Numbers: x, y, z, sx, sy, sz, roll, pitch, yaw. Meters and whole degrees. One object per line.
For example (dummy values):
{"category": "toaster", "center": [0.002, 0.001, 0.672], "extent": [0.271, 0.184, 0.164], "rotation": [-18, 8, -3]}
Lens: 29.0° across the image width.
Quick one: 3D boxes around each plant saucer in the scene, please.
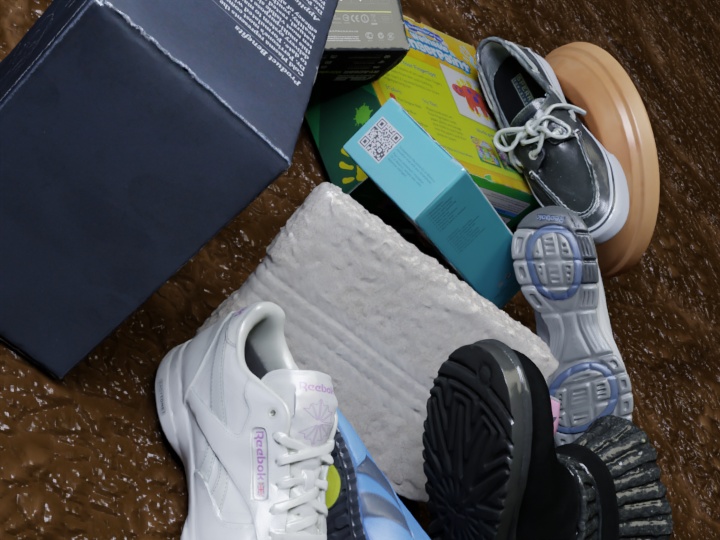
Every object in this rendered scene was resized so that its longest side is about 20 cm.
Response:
{"category": "plant saucer", "center": [0.183, -0.091, 1.185], "extent": [0.037, 0.201, 0.202], "rotation": [-11, 61, -20]}

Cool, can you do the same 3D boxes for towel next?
{"category": "towel", "center": [0.013, 0.049, 0.843], "extent": [0.199, 0.133, 0.035], "rotation": [37, 10, -20]}

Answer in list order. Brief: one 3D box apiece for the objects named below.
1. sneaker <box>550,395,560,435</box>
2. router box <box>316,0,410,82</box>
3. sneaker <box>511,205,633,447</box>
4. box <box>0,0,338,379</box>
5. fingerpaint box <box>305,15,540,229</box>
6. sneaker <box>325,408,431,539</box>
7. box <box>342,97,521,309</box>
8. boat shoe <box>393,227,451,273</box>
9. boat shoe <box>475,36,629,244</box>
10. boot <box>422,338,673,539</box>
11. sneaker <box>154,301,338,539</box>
{"category": "sneaker", "center": [0.097, 0.064, 0.967], "extent": [0.070, 0.082, 0.201], "rotation": [23, 27, -23]}
{"category": "router box", "center": [-0.075, -0.211, 0.969], "extent": [0.198, 0.062, 0.152], "rotation": [-4, 77, -26]}
{"category": "sneaker", "center": [0.160, 0.053, 1.013], "extent": [0.087, 0.073, 0.203], "rotation": [-8, 92, -75]}
{"category": "box", "center": [-0.125, -0.087, 0.744], "extent": [0.124, 0.200, 0.198], "rotation": [39, 33, -18]}
{"category": "fingerpaint box", "center": [0.040, -0.122, 1.118], "extent": [0.199, 0.073, 0.168], "rotation": [12, 48, -49]}
{"category": "sneaker", "center": [0.004, 0.155, 0.796], "extent": [0.202, 0.066, 0.078], "rotation": [61, 22, 15]}
{"category": "box", "center": [0.062, -0.041, 0.996], "extent": [0.082, 0.049, 0.200], "rotation": [47, 2, 29]}
{"category": "boat shoe", "center": [0.000, 0.000, 0.939], "extent": [0.068, 0.072, 0.199], "rotation": [54, 26, 13]}
{"category": "boat shoe", "center": [0.146, -0.109, 1.102], "extent": [0.068, 0.073, 0.201], "rotation": [24, 40, -48]}
{"category": "boot", "center": [0.118, 0.116, 0.833], "extent": [0.156, 0.213, 0.079], "rotation": [-19, 36, -30]}
{"category": "sneaker", "center": [-0.050, 0.109, 0.733], "extent": [0.074, 0.099, 0.202], "rotation": [12, 49, -48]}
